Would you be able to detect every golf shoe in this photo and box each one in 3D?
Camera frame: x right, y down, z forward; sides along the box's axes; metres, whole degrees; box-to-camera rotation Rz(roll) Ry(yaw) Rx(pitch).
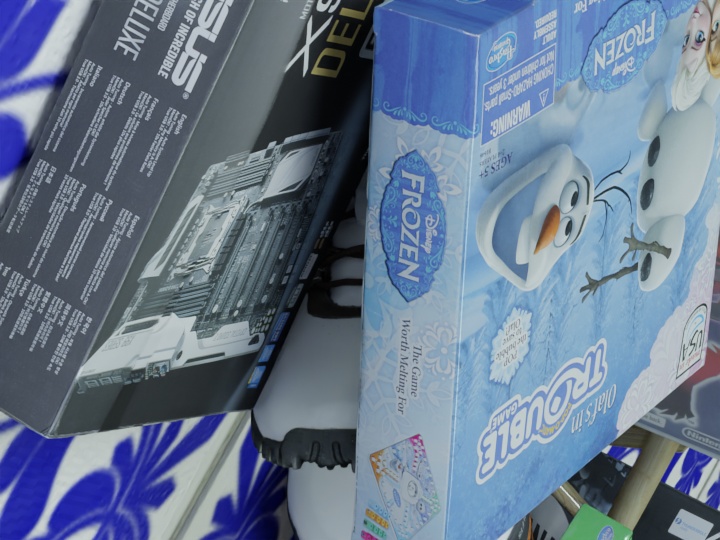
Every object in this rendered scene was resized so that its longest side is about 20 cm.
[{"bbox_3d":[0.000,0.000,0.976,0.200,0.077,0.095,-72,160,-60],"label":"golf shoe"}]

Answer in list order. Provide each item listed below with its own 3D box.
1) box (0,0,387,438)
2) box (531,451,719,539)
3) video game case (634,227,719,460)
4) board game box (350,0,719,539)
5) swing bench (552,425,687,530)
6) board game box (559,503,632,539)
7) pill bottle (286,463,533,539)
[{"bbox_3d":[-0.043,-0.048,0.852,0.201,0.050,0.158,-64,162,10],"label":"box"},{"bbox_3d":[0.107,0.175,1.311,0.161,0.199,0.044,-55,148,-13],"label":"box"},{"bbox_3d":[0.111,-0.005,1.076,0.023,0.199,0.183,-56,162,-39],"label":"video game case"},{"bbox_3d":[0.069,-0.022,0.912,0.200,0.043,0.200,-33,134,-49],"label":"board game box"},{"bbox_3d":[0.167,0.010,1.242,0.199,0.130,0.200,-45,-178,-41],"label":"swing bench"},{"bbox_3d":[0.059,0.215,1.187,0.200,0.029,0.135,-54,162,-20],"label":"board game box"},{"bbox_3d":[0.028,0.134,1.204,0.107,0.106,0.200,-54,160,-18],"label":"pill bottle"}]
